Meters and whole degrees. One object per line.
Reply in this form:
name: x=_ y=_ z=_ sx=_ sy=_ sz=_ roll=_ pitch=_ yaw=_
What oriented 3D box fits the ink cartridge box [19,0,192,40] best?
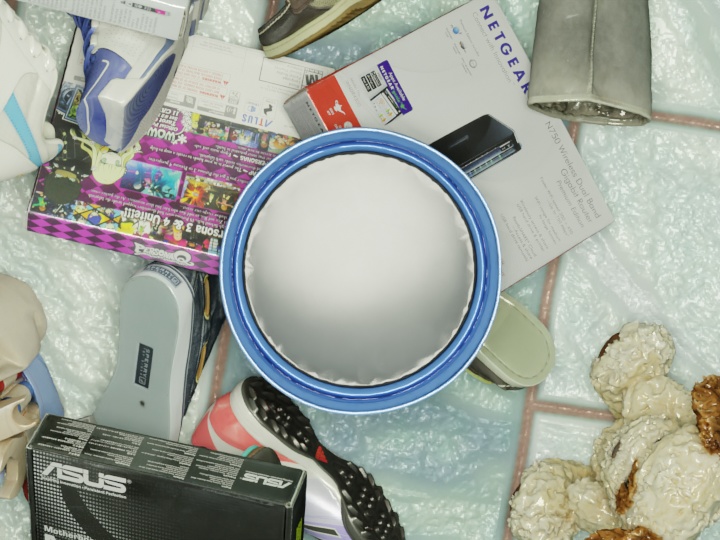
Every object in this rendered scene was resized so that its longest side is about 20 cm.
ink cartridge box: x=-0.203 y=-0.268 z=1.536 sx=0.199 sy=0.043 sz=0.197 roll=14 pitch=52 yaw=-7

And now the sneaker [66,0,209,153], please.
sneaker: x=-0.181 y=-0.182 z=1.555 sx=0.115 sy=0.081 sz=0.200 roll=20 pitch=53 yaw=3

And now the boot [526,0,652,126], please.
boot: x=0.143 y=-0.217 z=1.598 sx=0.181 sy=0.073 sz=0.201 roll=11 pitch=86 yaw=-6

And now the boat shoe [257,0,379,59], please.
boat shoe: x=-0.014 y=-0.212 z=1.537 sx=0.073 sy=0.200 sz=0.065 roll=-36 pitch=96 yaw=-42

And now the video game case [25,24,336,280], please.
video game case: x=-0.129 y=-0.091 z=1.579 sx=0.199 sy=0.036 sz=0.182 roll=13 pitch=62 yaw=-6

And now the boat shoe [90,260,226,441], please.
boat shoe: x=-0.143 y=0.072 z=1.624 sx=0.071 sy=0.091 sz=0.201 roll=26 pitch=122 yaw=17

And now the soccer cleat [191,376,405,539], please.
soccer cleat: x=-0.043 y=0.170 z=1.650 sx=0.073 sy=0.068 sz=0.200 roll=-36 pitch=105 yaw=27

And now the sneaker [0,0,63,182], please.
sneaker: x=-0.256 y=-0.155 z=1.474 sx=0.080 sy=0.077 sz=0.201 roll=-19 pitch=128 yaw=-19

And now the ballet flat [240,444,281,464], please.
ballet flat: x=-0.077 y=0.218 z=1.610 sx=0.068 sy=0.068 sz=0.201 roll=33 pitch=130 yaw=20

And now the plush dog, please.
plush dog: x=0.223 y=0.157 z=1.607 sx=0.160 sy=0.172 sz=0.201 roll=33 pitch=92 yaw=-7

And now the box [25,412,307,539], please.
box: x=-0.140 y=0.207 z=1.555 sx=0.199 sy=0.048 sz=0.194 roll=12 pitch=129 yaw=10

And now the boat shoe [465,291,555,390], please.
boat shoe: x=0.062 y=0.013 z=1.633 sx=0.072 sy=0.061 sz=0.201 roll=-44 pitch=99 yaw=-23

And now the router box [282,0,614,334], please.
router box: x=0.066 y=-0.080 z=1.591 sx=0.179 sy=0.049 sz=0.201 roll=-31 pitch=93 yaw=-25

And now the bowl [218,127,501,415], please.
bowl: x=0.000 y=0.000 z=1.514 sx=0.199 sy=0.039 sz=0.202 roll=0 pitch=93 yaw=-2

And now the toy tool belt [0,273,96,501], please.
toy tool belt: x=-0.280 y=0.108 z=1.580 sx=0.124 sy=0.123 sz=0.201 roll=-16 pitch=105 yaw=29
